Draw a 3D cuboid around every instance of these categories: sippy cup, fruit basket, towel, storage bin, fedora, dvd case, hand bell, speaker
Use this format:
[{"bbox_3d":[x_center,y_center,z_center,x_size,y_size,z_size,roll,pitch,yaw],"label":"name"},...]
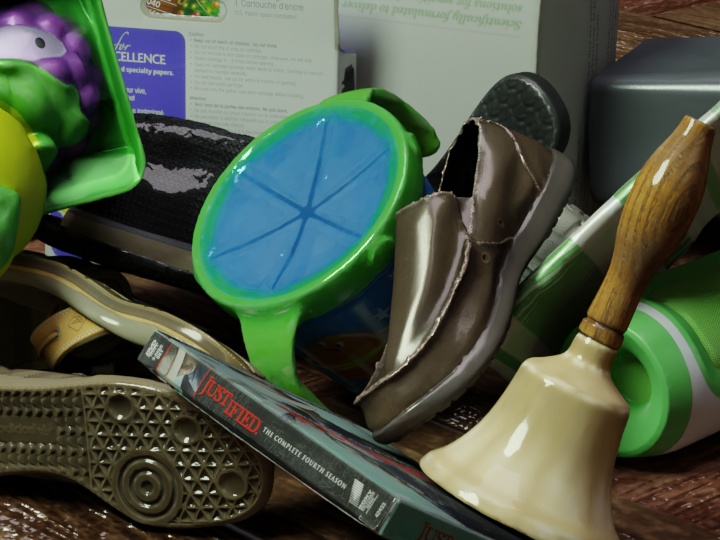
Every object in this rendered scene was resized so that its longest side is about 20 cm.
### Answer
[{"bbox_3d":[0.000,0.000,1.313,0.178,0.130,0.140,-48,41,-5],"label":"sippy cup"},{"bbox_3d":[-0.218,-0.071,1.273,0.214,0.156,0.216,-15,9,2],"label":"fruit basket"},{"bbox_3d":[0.144,-0.014,1.277,0.023,0.200,0.153,49,5,18],"label":"towel"},{"bbox_3d":[0.229,-0.087,1.586,0.134,0.146,0.200,4,16,20],"label":"storage bin"},{"bbox_3d":[-0.090,-0.038,1.418,0.199,0.092,0.201,16,2,-1],"label":"fedora"},{"bbox_3d":[0.003,0.092,1.117,0.146,0.022,0.200,28,0,-40],"label":"dvd case"},{"bbox_3d":[0.116,0.023,1.137,0.104,0.201,0.104,25,6,-3],"label":"hand bell"},{"bbox_3d":[0.195,0.037,1.314,0.088,0.089,0.199,17,25,40],"label":"speaker"}]

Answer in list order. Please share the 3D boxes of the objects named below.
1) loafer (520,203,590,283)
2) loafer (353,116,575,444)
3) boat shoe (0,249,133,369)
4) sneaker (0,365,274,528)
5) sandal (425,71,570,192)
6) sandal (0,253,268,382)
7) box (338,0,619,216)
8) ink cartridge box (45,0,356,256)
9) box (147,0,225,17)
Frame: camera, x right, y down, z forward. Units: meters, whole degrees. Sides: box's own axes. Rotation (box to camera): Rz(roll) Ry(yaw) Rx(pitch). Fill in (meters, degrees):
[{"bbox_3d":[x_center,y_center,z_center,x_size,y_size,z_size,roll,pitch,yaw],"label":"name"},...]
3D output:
[{"bbox_3d":[0.114,0.002,1.401,0.070,0.070,0.200,43,7,20],"label":"loafer"},{"bbox_3d":[0.038,0.001,1.210,0.071,0.073,0.200,38,49,-12],"label":"loafer"},{"bbox_3d":[-0.224,0.027,1.361,0.199,0.075,0.068,-3,15,-44],"label":"boat shoe"},{"bbox_3d":[-0.125,0.075,1.215,0.199,0.071,0.075,10,15,20],"label":"sneaker"},{"bbox_3d":[0.062,-0.034,1.405,0.045,0.200,0.075,-15,62,-51],"label":"sandal"},{"bbox_3d":[-0.130,0.039,1.264,0.199,0.054,0.080,23,-7,40],"label":"sandal"},{"bbox_3d":[0.048,-0.114,1.574,0.198,0.201,0.171,10,22,21],"label":"box"},{"bbox_3d":[-0.100,-0.095,1.509,0.197,0.201,0.043,6,21,15],"label":"ink cartridge box"},{"bbox_3d":[-0.075,-0.160,1.695,0.199,0.138,0.039,17,3,-24],"label":"box"}]
